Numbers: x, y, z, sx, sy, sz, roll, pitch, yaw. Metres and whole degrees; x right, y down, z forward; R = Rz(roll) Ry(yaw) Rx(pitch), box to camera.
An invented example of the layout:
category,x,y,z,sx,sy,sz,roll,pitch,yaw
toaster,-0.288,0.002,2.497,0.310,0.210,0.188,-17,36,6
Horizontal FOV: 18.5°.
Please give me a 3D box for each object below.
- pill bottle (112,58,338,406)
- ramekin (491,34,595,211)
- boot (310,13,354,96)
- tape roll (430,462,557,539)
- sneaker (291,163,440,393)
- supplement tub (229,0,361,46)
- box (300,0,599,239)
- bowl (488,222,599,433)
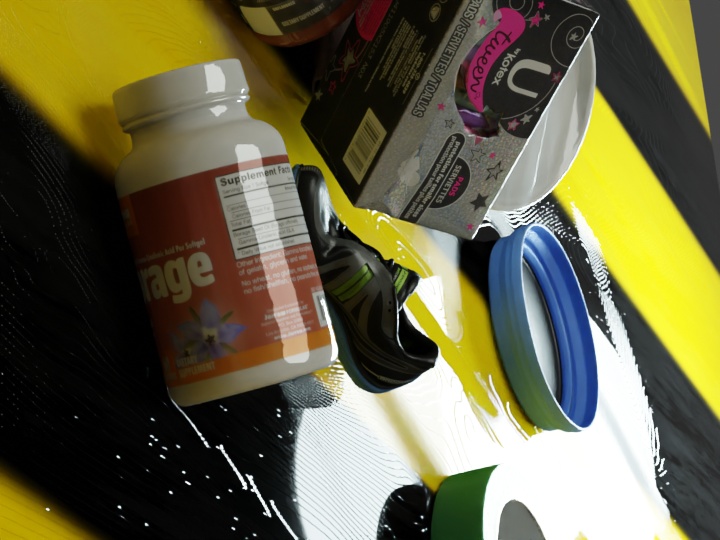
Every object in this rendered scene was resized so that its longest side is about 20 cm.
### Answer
category,x,y,z,sx,sy,sz,roll,pitch,yaw
pill bottle,-0.090,-0.025,1.381,0.112,0.111,0.202,-13,88,-69
ramekin,0.106,-0.156,1.886,0.201,0.094,0.204,-16,113,-43
boot,-0.015,-0.198,1.734,0.167,0.072,0.201,-78,150,-53
tape roll,0.118,0.260,1.801,0.201,0.048,0.202,49,32,-47
sneaker,0.000,0.001,1.627,0.200,0.082,0.071,62,26,-26
supplement tub,-0.078,-0.262,1.577,0.200,0.106,0.108,54,29,-41
box,0.064,-0.146,1.614,0.114,0.201,0.132,14,26,-31
bowl,0.172,0.057,2.080,0.201,0.039,0.202,48,34,-49
